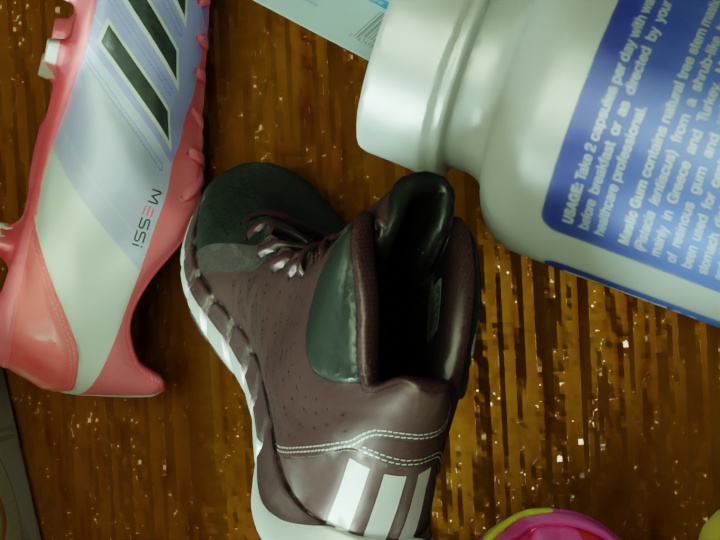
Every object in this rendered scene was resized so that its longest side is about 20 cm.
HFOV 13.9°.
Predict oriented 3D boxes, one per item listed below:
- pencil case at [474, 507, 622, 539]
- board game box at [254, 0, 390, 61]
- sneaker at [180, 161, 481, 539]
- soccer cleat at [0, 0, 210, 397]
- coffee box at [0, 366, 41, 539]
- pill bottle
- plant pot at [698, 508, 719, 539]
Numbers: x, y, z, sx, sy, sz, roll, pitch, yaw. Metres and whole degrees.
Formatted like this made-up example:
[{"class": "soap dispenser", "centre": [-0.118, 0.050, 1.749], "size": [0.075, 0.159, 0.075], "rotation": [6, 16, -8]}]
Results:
[{"class": "pencil case", "centre": [0.028, 0.147, 0.954], "size": [0.088, 0.088, 0.200], "rotation": [60, 146, 7]}, {"class": "board game box", "centre": [0.030, -0.168, 0.943], "size": [0.200, 0.147, 0.064], "rotation": [-40, 59, 18]}, {"class": "sneaker", "centre": [0.000, 0.000, 0.951], "size": [0.076, 0.200, 0.116], "rotation": [5, 126, -22]}, {"class": "soccer cleat", "centre": [-0.080, -0.052, 1.046], "size": [0.076, 0.067, 0.200], "rotation": [16, 96, -8]}, {"class": "coffee box", "centre": [-0.175, 0.098, 1.055], "size": [0.080, 0.114, 0.200], "rotation": [-13, 89, 21]}, {"class": "pill bottle", "centre": [0.105, -0.044, 0.933], "size": [0.200, 0.112, 0.112], "rotation": [21, 100, 9]}, {"class": "plant pot", "centre": [0.190, 0.150, 0.894], "size": [0.201, 0.201, 0.189], "rotation": [-24, 70, 20]}]
